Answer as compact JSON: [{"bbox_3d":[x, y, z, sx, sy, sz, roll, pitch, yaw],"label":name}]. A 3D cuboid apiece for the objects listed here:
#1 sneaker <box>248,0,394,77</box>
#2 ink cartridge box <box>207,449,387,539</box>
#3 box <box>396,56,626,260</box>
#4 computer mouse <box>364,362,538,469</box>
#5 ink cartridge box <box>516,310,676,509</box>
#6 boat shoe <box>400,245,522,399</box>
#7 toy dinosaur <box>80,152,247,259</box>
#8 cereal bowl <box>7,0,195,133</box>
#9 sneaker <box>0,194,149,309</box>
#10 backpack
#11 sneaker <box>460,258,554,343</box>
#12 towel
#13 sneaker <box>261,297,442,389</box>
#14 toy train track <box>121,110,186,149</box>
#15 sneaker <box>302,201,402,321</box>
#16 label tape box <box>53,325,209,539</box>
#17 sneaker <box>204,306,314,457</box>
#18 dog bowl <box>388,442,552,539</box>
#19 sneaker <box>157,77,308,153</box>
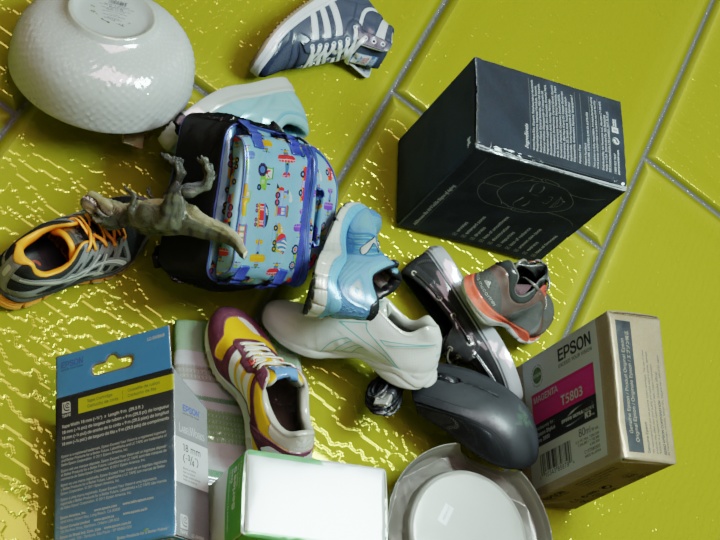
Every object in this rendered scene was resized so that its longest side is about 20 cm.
[{"bbox_3d":[-0.037,-0.261,1.719,0.109,0.070,0.200,45,53,0],"label":"sneaker"},{"bbox_3d":[-0.080,0.249,1.392,0.144,0.200,0.085,11,60,-22],"label":"ink cartridge box"},{"bbox_3d":[0.169,-0.122,1.684,0.195,0.200,0.125,12,61,-22],"label":"box"},{"bbox_3d":[0.111,0.142,1.577,0.199,0.053,0.139,30,34,4],"label":"computer mouse"},{"bbox_3d":[0.250,0.156,1.601,0.074,0.200,0.167,8,64,-24],"label":"ink cartridge box"},{"bbox_3d":[0.110,0.070,1.653,0.066,0.070,0.201,-28,87,-13],"label":"boat shoe"},{"bbox_3d":[-0.179,-0.069,1.434,0.047,0.198,0.089,32,72,-61],"label":"toy dinosaur"},{"bbox_3d":[-0.268,-0.239,1.542,0.198,0.084,0.201,11,43,-10],"label":"cereal bowl"},{"bbox_3d":[-0.284,-0.026,1.484,0.199,0.077,0.079,-34,83,-36],"label":"sneaker"},{"bbox_3d":[-0.100,-0.063,1.529,0.199,0.134,0.185,10,90,-48],"label":"backpack"},{"bbox_3d":[0.190,0.028,1.655,0.199,0.082,0.078,10,48,-61],"label":"sneaker"},{"bbox_3d":[-0.119,0.141,1.496,0.148,0.031,0.202,11,51,-24],"label":"towel"},{"bbox_3d":[-0.006,0.057,1.550,0.198,0.081,0.071,16,32,5],"label":"sneaker"},{"bbox_3d":[-0.214,-0.163,1.611,0.198,0.033,0.116,18,54,-26],"label":"toy train track"},{"bbox_3d":[0.000,0.000,1.533,0.089,0.079,0.201,17,32,1],"label":"sneaker"},{"bbox_3d":[-0.217,0.170,1.385,0.063,0.143,0.202,32,49,-55],"label":"label tape box"},{"bbox_3d":[-0.093,0.105,1.461,0.074,0.090,0.201,-8,57,-33],"label":"sneaker"},{"bbox_3d":[0.106,0.288,1.554,0.198,0.059,0.202,11,63,-23],"label":"dog bowl"},{"bbox_3d":[-0.128,-0.153,1.594,0.199,0.074,0.082,-26,78,-42],"label":"sneaker"}]
